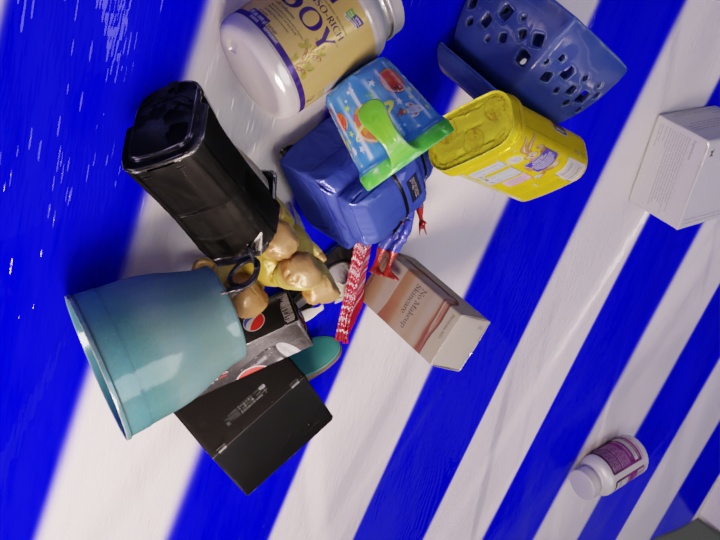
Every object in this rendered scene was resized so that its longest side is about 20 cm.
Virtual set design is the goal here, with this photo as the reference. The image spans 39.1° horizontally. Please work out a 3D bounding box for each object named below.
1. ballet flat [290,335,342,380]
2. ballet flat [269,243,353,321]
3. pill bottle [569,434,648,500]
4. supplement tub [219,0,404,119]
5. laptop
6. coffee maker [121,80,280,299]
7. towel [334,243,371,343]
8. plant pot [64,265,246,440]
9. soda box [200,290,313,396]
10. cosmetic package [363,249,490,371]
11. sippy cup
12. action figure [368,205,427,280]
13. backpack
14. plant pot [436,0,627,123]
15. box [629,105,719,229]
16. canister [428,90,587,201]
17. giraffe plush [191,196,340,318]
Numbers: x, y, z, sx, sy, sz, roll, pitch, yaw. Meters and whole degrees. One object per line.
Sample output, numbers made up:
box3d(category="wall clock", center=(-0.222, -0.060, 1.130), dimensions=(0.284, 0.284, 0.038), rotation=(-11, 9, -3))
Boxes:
box3d(category="ballet flat", center=(-0.120, 0.173, 1.656), dimensions=(0.200, 0.068, 0.072), rotation=(-32, 158, -21))
box3d(category="ballet flat", center=(-0.064, 0.033, 1.585), dimensions=(0.200, 0.068, 0.068), rotation=(-39, 143, -14))
box3d(category="pill bottle", center=(0.633, 0.508, 2.600), dimensions=(0.199, 0.112, 0.113), rotation=(-21, 133, -31))
box3d(category="supplement tub", center=(-0.059, -0.298, 1.266), dimensions=(0.200, 0.145, 0.146), rotation=(-38, 140, -15))
box3d(category="laptop", center=(-0.173, 0.213, 1.587), dimensions=(0.187, 0.200, 0.116), rotation=(-41, 173, -12))
box3d(category="coffee maker", center=(-0.188, -0.107, 1.258), dimensions=(0.134, 0.192, 0.200), rotation=(-33, 139, 5))
box3d(category="towel", center=(0.000, 0.000, 1.593), dimensions=(0.145, 0.022, 0.201), rotation=(-68, 171, -59))
box3d(category="plant pot", center=(-0.257, 0.090, 1.320), dimensions=(0.187, 0.200, 0.201), rotation=(-23, 135, -18))
box3d(category="soda box", center=(-0.176, 0.110, 1.494), dimensions=(0.199, 0.063, 0.071), rotation=(-24, 138, 1))
box3d(category="cosmetic package", center=(0.101, 0.064, 1.663), dimensions=(0.087, 0.200, 0.104), rotation=(16, 109, -49))
box3d(category="sippy cup", center=(0.028, -0.191, 1.279), dimensions=(0.139, 0.131, 0.178), rotation=(-36, -177, -26))
box3d(category="action figure", center=(0.072, -0.084, 1.622), dimensions=(0.065, 0.052, 0.201), rotation=(15, 93, -47))
box3d(category="backpack", center=(0.018, -0.143, 1.450), dimensions=(0.200, 0.168, 0.163), rotation=(-44, 147, -18))
box3d(category="plant pot", center=(0.244, -0.312, 1.512), dimensions=(0.180, 0.200, 0.200), rotation=(-51, 143, 13))
box3d(category="box", center=(0.681, -0.212, 2.057), dimensions=(0.198, 0.131, 0.201), rotation=(-14, 129, -36))
box3d(category="canister", center=(0.214, -0.171, 1.450), dimensions=(0.148, 0.087, 0.199), rotation=(-23, 154, 38))
box3d(category="giraffe plush", center=(-0.144, -0.004, 1.423), dimensions=(0.162, 0.200, 0.173), rotation=(-34, 113, 5))
